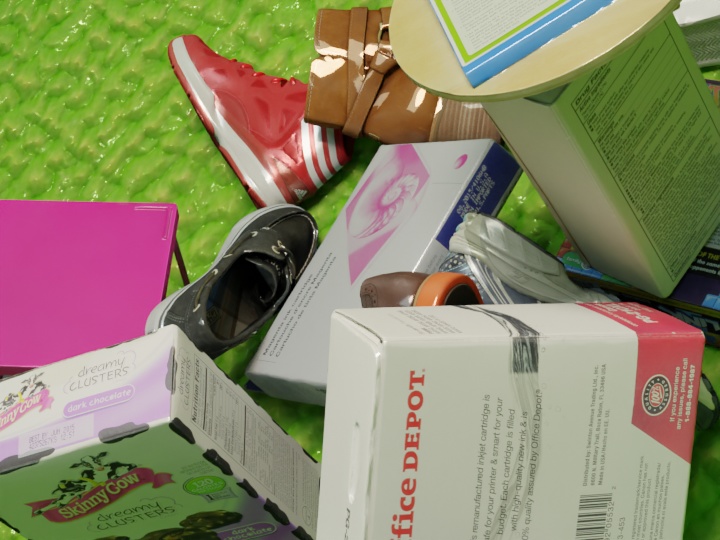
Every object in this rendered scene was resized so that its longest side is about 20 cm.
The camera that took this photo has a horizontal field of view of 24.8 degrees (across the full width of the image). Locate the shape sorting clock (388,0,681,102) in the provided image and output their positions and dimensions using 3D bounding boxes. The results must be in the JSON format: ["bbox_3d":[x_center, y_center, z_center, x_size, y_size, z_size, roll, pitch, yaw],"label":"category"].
[{"bbox_3d":[0.104,-0.166,0.889,0.198,0.039,0.201,-20,46,22],"label":"shape sorting clock"}]

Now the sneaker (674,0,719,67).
[{"bbox_3d":[0.210,-0.201,1.178,0.198,0.074,0.117,-5,55,17],"label":"sneaker"}]

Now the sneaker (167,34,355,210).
[{"bbox_3d":[-0.069,-0.134,1.304,0.115,0.079,0.201,-31,60,-3],"label":"sneaker"}]

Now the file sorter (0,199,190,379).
[{"bbox_3d":[-0.230,0.041,1.194,0.198,0.126,0.140,1,56,6],"label":"file sorter"}]

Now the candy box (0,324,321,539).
[{"bbox_3d":[-0.142,0.132,1.069,0.166,0.200,0.072,-17,52,21],"label":"candy box"}]

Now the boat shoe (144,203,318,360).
[{"bbox_3d":[-0.075,0.009,1.157,0.056,0.069,0.200,-19,18,37],"label":"boat shoe"}]

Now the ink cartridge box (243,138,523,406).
[{"bbox_3d":[0.000,0.000,1.129,0.199,0.043,0.197,2,58,59],"label":"ink cartridge box"}]

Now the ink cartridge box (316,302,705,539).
[{"bbox_3d":[0.081,0.097,0.916,0.084,0.198,0.147,-151,63,-65],"label":"ink cartridge box"}]

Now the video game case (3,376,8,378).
[{"bbox_3d":[-0.292,0.071,1.321,0.199,0.022,0.183,-30,49,11],"label":"video game case"}]

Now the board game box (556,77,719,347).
[{"bbox_3d":[0.245,-0.035,1.049,0.199,0.057,0.166,16,67,38],"label":"board game box"}]

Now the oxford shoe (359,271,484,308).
[{"bbox_3d":[0.046,0.089,1.005,0.072,0.202,0.071,8,28,35],"label":"oxford shoe"}]

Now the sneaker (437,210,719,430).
[{"bbox_3d":[0.130,0.050,1.024,0.199,0.078,0.087,34,91,10],"label":"sneaker"}]

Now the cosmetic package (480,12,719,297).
[{"bbox_3d":[0.150,-0.084,0.967,0.073,0.200,0.104,25,72,42],"label":"cosmetic package"}]

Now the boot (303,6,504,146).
[{"bbox_3d":[0.044,-0.181,1.232,0.153,0.077,0.202,8,75,10],"label":"boot"}]
